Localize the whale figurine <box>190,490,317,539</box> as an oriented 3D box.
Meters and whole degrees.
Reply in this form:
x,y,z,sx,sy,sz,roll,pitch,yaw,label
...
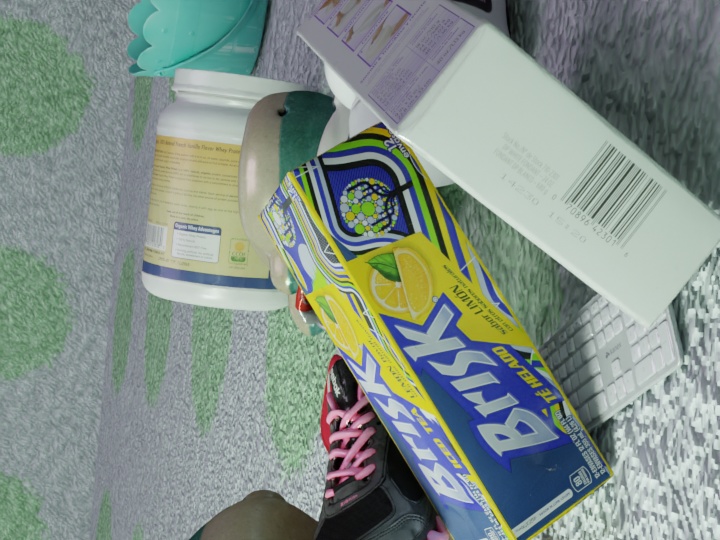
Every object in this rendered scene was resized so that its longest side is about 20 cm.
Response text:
x,y,z,sx,sy,sz,roll,pitch,yaw,label
-0.038,0.204,0.785,0.103,0.200,0.160,-37,67,13,whale figurine

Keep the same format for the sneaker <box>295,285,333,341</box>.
x,y,z,sx,sy,sz,roll,pitch,yaw,label
0.000,0.001,0.913,0.200,0.092,0.071,-119,38,-62,sneaker

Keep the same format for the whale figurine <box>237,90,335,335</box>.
x,y,z,sx,sy,sz,roll,pitch,yaw,label
-0.030,-0.042,1.066,0.160,0.103,0.201,-84,-12,-47,whale figurine

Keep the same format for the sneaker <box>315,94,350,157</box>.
x,y,z,sx,sy,sz,roll,pitch,yaw,label
0.030,-0.119,0.922,0.079,0.077,0.202,-8,65,36,sneaker

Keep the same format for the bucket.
x,y,z,sx,sy,sz,roll,pitch,yaw,label
-0.184,-0.313,1.572,0.207,0.133,0.210,-175,90,-74,bucket

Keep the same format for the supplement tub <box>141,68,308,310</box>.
x,y,z,sx,sy,sz,roll,pitch,yaw,label
-0.117,-0.073,1.249,0.144,0.143,0.202,-155,71,-73,supplement tub

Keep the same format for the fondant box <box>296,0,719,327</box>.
x,y,z,sx,sy,sz,roll,pitch,yaw,label
0.059,-0.068,0.630,0.058,0.144,0.200,-52,24,7,fondant box

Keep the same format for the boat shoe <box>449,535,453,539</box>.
x,y,z,sx,sy,sz,roll,pitch,yaw,label
0.046,0.219,0.719,0.063,0.073,0.203,108,165,-57,boat shoe

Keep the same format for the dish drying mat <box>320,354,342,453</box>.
x,y,z,sx,sy,sz,roll,pitch,yaw,label
0.003,0.123,0.996,0.200,0.018,0.078,-138,56,-70,dish drying mat

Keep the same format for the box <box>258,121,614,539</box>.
x,y,z,sx,sy,sz,roll,pitch,yaw,label
0.033,0.034,0.671,0.201,0.064,0.070,58,157,5,box

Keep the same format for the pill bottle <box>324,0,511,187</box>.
x,y,z,sx,sy,sz,roll,pitch,yaw,label
0.032,-0.156,0.823,0.112,0.110,0.202,126,146,-60,pill bottle

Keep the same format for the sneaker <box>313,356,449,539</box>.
x,y,z,sx,sy,sz,roll,pitch,yaw,label
0.005,0.096,0.731,0.079,0.096,0.200,-27,13,24,sneaker

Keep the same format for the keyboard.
x,y,z,sx,sy,sz,roll,pitch,yaw,label
0.104,0.055,0.686,0.200,0.011,0.057,124,147,-60,keyboard
